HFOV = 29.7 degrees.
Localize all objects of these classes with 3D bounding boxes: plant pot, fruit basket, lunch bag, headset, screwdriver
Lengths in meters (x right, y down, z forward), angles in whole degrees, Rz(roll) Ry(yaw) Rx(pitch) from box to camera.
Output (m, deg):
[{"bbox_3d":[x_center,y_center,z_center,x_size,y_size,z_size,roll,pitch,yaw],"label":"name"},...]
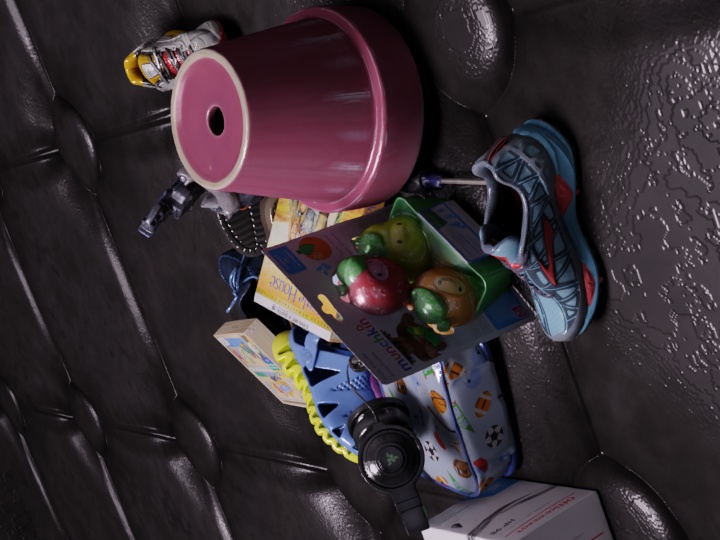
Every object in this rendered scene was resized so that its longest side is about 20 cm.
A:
[{"bbox_3d":[-0.070,-0.148,1.278,0.200,0.179,0.201,14,108,49],"label":"plant pot"},{"bbox_3d":[0.040,0.007,1.252,0.185,0.200,0.094,47,132,28],"label":"fruit basket"},{"bbox_3d":[0.079,0.127,1.411,0.160,0.075,0.201,18,128,55],"label":"lunch bag"},{"bbox_3d":[0.038,0.166,1.355,0.124,0.094,0.201,-113,1,-68],"label":"headset"},{"bbox_3d":[0.088,-0.082,1.279,0.029,0.028,0.200,44,162,-32],"label":"screwdriver"}]

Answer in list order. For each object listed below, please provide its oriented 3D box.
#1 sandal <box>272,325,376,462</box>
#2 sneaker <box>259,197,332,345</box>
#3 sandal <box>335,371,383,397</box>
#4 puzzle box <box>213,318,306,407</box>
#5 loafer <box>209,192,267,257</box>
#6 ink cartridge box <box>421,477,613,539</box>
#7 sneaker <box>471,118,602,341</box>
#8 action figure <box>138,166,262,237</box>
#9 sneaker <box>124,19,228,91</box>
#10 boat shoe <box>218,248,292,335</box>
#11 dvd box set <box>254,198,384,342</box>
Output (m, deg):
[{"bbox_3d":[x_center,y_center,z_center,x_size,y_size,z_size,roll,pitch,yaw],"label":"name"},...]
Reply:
[{"bbox_3d":[-0.020,0.123,1.481,0.087,0.079,0.200,-49,63,26],"label":"sandal"},{"bbox_3d":[-0.068,-0.008,1.568,0.076,0.070,0.201,-136,32,-66],"label":"sneaker"},{"bbox_3d":[-0.004,0.147,1.583,0.083,0.050,0.203,61,151,5],"label":"sandal"},{"bbox_3d":[-0.109,0.115,1.665,0.133,0.025,0.200,45,166,-9],"label":"puzzle box"},{"bbox_3d":[-0.148,-0.114,1.606,0.071,0.073,0.201,-125,16,-81],"label":"loafer"},{"bbox_3d":[0.166,0.264,1.337,0.200,0.116,0.067,-5,107,59],"label":"ink cartridge box"},{"bbox_3d":[0.140,-0.024,1.167,0.079,0.095,0.201,12,123,55],"label":"sneaker"},{"bbox_3d":[-0.143,-0.097,1.476,0.105,0.200,0.193,38,158,0],"label":"action figure"},{"bbox_3d":[-0.207,-0.238,1.574,0.200,0.082,0.078,3,115,57],"label":"sneaker"},{"bbox_3d":[-0.123,0.024,1.659,0.200,0.069,0.084,26,134,48],"label":"boat shoe"},{"bbox_3d":[-0.040,-0.041,1.418,0.146,0.029,0.201,26,104,49],"label":"dvd box set"}]
